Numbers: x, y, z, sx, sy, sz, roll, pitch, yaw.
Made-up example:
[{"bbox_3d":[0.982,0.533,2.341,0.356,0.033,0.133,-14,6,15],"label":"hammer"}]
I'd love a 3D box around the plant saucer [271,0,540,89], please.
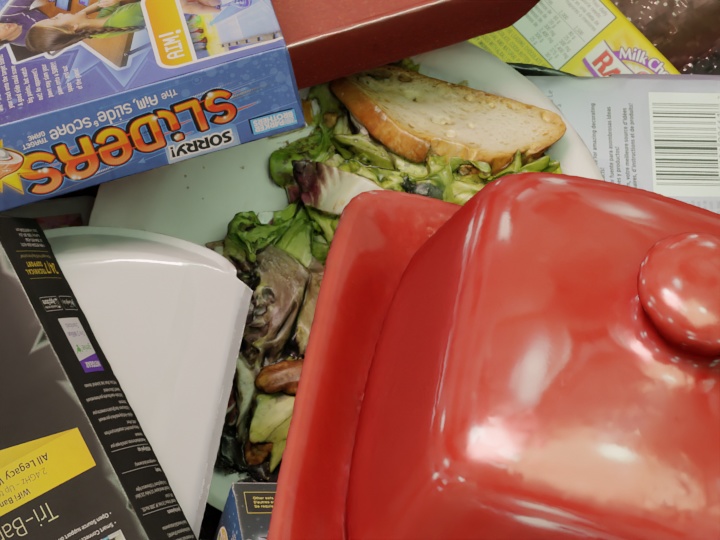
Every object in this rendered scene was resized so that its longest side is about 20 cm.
[{"bbox_3d":[-0.037,-0.123,1.092,0.199,0.037,0.200,-17,37,-4],"label":"plant saucer"}]

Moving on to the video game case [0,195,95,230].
[{"bbox_3d":[-0.170,0.077,1.066,0.182,0.024,0.200,-6,73,-15],"label":"video game case"}]

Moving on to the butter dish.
[{"bbox_3d":[0.088,0.043,0.940,0.199,0.148,0.200,19,51,-8],"label":"butter dish"}]

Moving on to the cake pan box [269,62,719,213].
[{"bbox_3d":[0.055,0.016,1.105,0.184,0.052,0.200,-1,78,-9],"label":"cake pan box"}]

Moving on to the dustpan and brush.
[{"bbox_3d":[-0.143,0.038,1.026,0.200,0.057,0.140,14,101,5],"label":"dustpan and brush"}]

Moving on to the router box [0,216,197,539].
[{"bbox_3d":[-0.164,0.096,0.969,0.200,0.052,0.157,-28,84,11],"label":"router box"}]

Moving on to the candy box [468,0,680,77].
[{"bbox_3d":[0.052,-0.086,1.168,0.102,0.026,0.200,-41,85,-19],"label":"candy box"}]

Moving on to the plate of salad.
[{"bbox_3d":[0.000,0.000,1.053,0.200,0.048,0.200,1,77,-6],"label":"plate of salad"}]

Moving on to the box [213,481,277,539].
[{"bbox_3d":[0.058,0.137,0.988,0.200,0.038,0.137,2,46,-16],"label":"box"}]

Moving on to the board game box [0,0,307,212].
[{"bbox_3d":[-0.104,-0.098,1.022,0.135,0.034,0.200,-15,37,-2],"label":"board game box"}]
